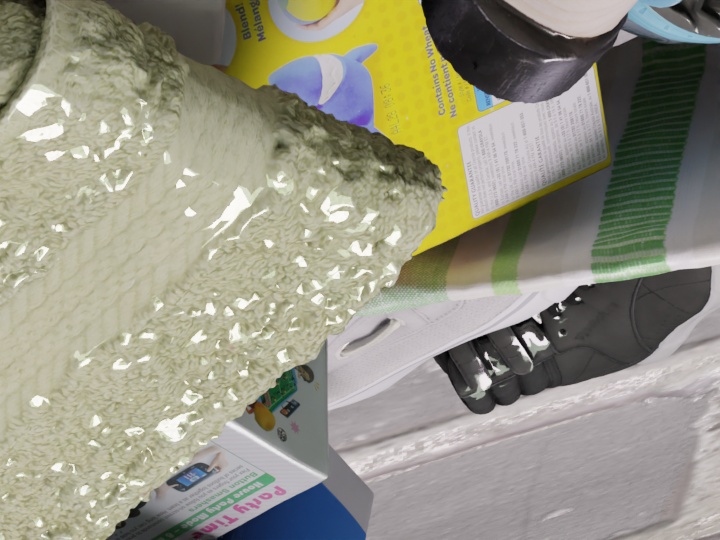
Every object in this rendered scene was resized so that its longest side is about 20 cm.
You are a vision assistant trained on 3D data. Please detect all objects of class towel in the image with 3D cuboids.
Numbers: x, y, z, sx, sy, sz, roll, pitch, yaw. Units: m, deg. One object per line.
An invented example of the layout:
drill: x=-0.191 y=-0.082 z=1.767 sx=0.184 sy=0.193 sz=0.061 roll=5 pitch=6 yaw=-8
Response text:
towel: x=0.102 y=-0.043 z=0.891 sx=0.199 sy=0.153 sz=0.024 roll=-8 pitch=117 yaw=16
towel: x=-0.087 y=0.015 z=0.751 sx=0.148 sy=0.037 sz=0.200 roll=22 pitch=129 yaw=-38

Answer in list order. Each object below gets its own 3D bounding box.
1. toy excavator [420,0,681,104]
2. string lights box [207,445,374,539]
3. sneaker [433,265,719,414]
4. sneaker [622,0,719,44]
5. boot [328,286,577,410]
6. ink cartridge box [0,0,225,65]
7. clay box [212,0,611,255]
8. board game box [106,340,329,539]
toy excavator: x=0.087 y=-0.135 z=0.757 sx=0.194 sy=0.200 sz=0.100 roll=33 pitch=144 yaw=-5
string lights box: x=-0.061 y=0.133 z=0.966 sx=0.103 sy=0.200 sz=0.059 roll=-34 pitch=110 yaw=24
sneaker: x=0.073 y=0.001 z=1.083 sx=0.099 sy=0.071 sz=0.200 roll=-19 pitch=162 yaw=-12
sneaker: x=0.145 y=-0.118 z=0.894 sx=0.199 sy=0.080 sz=0.095 roll=-15 pitch=-176 yaw=-22
boot: x=0.000 y=0.000 z=1.017 sx=0.095 sy=0.074 sz=0.200 roll=-8 pitch=157 yaw=-41
ink cartridge box: x=-0.105 y=-0.110 z=0.669 sx=0.144 sy=0.085 sz=0.200 roll=-14 pitch=157 yaw=-10
clay box: x=-0.034 y=-0.045 z=0.818 sx=0.199 sy=0.048 sz=0.115 roll=-23 pitch=127 yaw=-14
board game box: x=-0.129 y=0.029 z=0.914 sx=0.147 sy=0.065 sz=0.200 roll=-31 pitch=132 yaw=30
